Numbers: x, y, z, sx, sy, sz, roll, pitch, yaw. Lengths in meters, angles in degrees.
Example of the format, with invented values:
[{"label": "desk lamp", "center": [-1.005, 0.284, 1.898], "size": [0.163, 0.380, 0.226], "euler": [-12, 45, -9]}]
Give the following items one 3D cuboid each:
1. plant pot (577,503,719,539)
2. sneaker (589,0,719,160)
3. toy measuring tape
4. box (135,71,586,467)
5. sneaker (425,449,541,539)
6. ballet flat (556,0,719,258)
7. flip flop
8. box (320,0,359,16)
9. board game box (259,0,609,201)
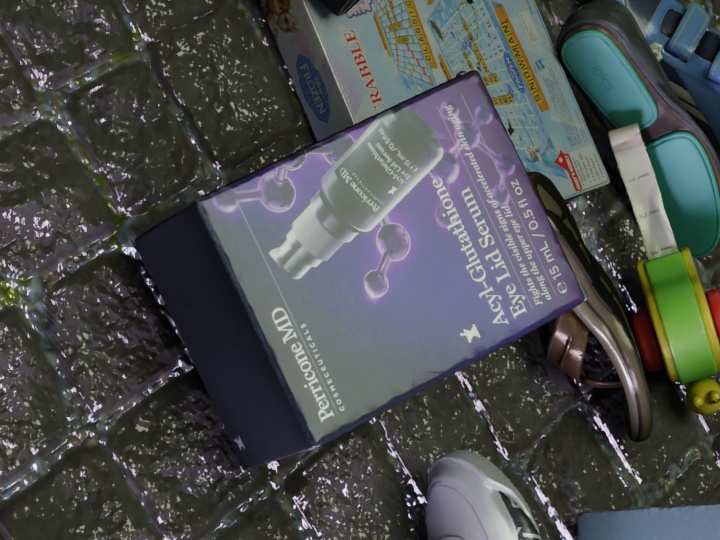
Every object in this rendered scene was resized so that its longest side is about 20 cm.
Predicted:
[{"label": "plant pot", "center": [0.250, 0.261, 1.240], "size": [0.195, 0.195, 0.202], "euler": [19, 72, -32]}, {"label": "sneaker", "center": [0.245, -0.146, 1.455], "size": [0.200, 0.082, 0.074], "euler": [44, 53, -15]}, {"label": "toy measuring tape", "center": [0.204, 0.004, 1.356], "size": [0.073, 0.073, 0.202], "euler": [-26, 102, -42]}, {"label": "box", "center": [0.000, 0.000, 1.148], "size": [0.199, 0.104, 0.149], "euler": [-28, 92, -28]}, {"label": "sneaker", "center": [0.049, 0.204, 1.165], "size": [0.114, 0.075, 0.202], "euler": [-2, 78, -42]}, {"label": "ballet flat", "center": [0.200, -0.103, 1.405], "size": [0.201, 0.073, 0.073], "euler": [56, 48, -23]}, {"label": "flip flop", "center": [0.134, 0.027, 1.308], "size": [0.201, 0.057, 0.081], "euler": [57, 14, -29]}, {"label": "box", "center": [-0.027, -0.281, 1.241], "size": [0.200, 0.104, 0.148], "euler": [42, 47, -3]}, {"label": "board game box", "center": [0.049, -0.118, 1.312], "size": [0.199, 0.041, 0.202], "euler": [-20, 87, -41]}]
